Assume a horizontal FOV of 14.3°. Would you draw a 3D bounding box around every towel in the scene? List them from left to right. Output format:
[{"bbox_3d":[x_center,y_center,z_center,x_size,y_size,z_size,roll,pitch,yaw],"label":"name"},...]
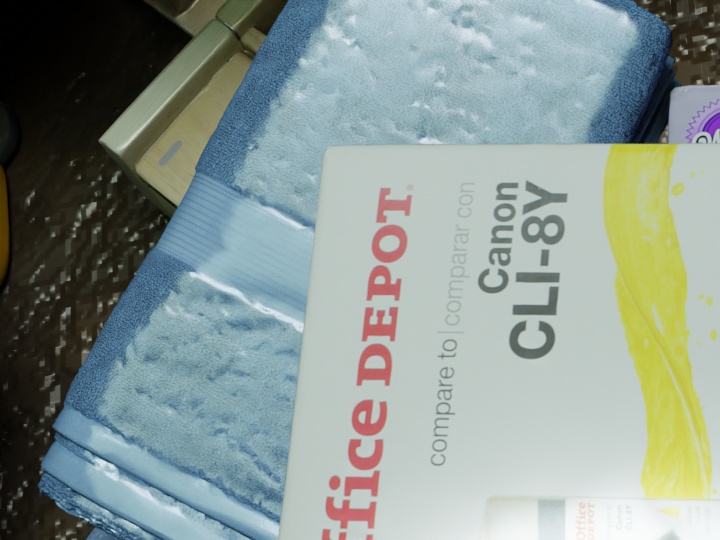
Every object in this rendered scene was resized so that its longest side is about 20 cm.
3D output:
[{"bbox_3d":[0.000,0.000,0.804,0.111,0.049,0.200,29,90,9],"label":"towel"}]

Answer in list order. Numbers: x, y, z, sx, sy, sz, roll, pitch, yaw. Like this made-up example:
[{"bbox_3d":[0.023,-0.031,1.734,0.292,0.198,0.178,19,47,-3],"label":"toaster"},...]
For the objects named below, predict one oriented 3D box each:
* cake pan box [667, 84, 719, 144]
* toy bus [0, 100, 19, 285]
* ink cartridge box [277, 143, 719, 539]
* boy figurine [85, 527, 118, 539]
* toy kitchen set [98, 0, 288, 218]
[{"bbox_3d":[0.170,0.036,0.753,0.199,0.052,0.185,0,60,12],"label":"cake pan box"},{"bbox_3d":[-0.174,-0.079,0.997,0.078,0.065,0.200,-24,62,13],"label":"toy bus"},{"bbox_3d":[0.085,0.049,0.686,0.199,0.083,0.146,0,62,12],"label":"ink cartridge box"},{"bbox_3d":[-0.085,0.157,0.858,0.124,0.064,0.200,27,82,21],"label":"boy figurine"},{"bbox_3d":[-0.032,-0.134,0.894,0.163,0.180,0.200,37,81,32],"label":"toy kitchen set"}]
